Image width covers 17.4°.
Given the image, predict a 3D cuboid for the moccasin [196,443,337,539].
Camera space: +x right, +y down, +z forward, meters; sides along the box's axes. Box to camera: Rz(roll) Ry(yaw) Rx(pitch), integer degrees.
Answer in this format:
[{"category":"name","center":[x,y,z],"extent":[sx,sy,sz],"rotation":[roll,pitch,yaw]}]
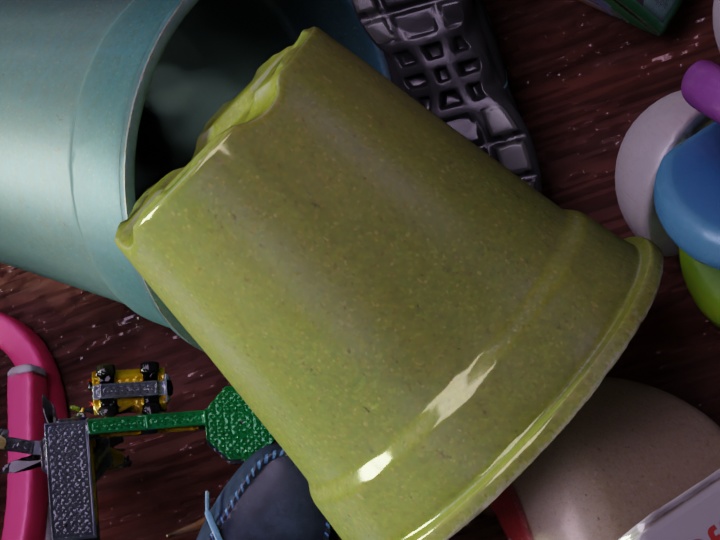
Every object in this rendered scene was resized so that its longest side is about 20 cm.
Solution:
[{"category":"moccasin","center":[-0.054,0.177,1.086],"extent":[0.080,0.068,0.201],"rotation":[16,81,-1]}]

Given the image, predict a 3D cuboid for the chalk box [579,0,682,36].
[{"category":"chalk box","center":[0.108,-0.201,1.131],"extent":[0.200,0.124,0.124],"rotation":[32,92,40]}]

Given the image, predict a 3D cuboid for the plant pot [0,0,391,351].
[{"category":"plant pot","center":[-0.116,-0.068,1.200],"extent":[0.196,0.200,0.201],"rotation":[11,81,39]}]

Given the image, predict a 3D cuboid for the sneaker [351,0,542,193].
[{"category":"sneaker","center":[0.052,-0.082,1.173],"extent":[0.075,0.079,0.201],"rotation":[-12,91,18]}]

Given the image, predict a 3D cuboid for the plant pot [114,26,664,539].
[{"category":"plant pot","center":[0.000,0.000,1.039],"extent":[0.184,0.200,0.200],"rotation":[44,101,-8]}]

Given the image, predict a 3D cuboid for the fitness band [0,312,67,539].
[{"category":"fitness band","center":[-0.228,0.116,1.288],"extent":[0.143,0.037,0.201],"rotation":[-11,69,27]}]

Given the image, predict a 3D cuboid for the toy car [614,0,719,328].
[{"category":"toy car","center":[0.202,-0.066,1.035],"extent":[0.175,0.150,0.200],"rotation":[33,92,32]}]

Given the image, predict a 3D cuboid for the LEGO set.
[{"category":"LEGO set","center":[-0.098,0.148,1.183],"extent":[0.153,0.116,0.201],"rotation":[-12,83,-5]}]

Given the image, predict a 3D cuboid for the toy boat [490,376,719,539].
[{"category":"toy boat","center":[0.114,0.151,1.054],"extent":[0.131,0.130,0.201],"rotation":[-46,54,44]}]

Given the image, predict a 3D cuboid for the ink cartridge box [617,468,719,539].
[{"category":"ink cartridge box","center":[0.184,0.173,0.935],"extent":[0.200,0.144,0.084],"rotation":[56,138,9]}]
